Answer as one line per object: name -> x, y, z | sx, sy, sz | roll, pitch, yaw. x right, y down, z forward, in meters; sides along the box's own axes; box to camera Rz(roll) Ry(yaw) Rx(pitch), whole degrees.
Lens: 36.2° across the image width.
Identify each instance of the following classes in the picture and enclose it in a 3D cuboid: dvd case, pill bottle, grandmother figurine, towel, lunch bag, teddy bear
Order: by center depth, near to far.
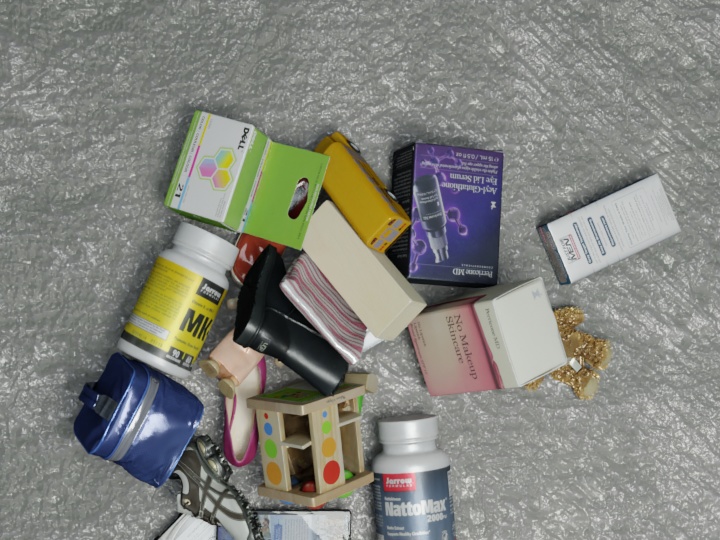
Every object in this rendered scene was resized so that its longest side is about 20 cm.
towel -> -0.044, 0.045, 1.519 | 0.030, 0.200, 0.146 | -43, 96, 12
lunch bag -> -0.319, 0.196, 1.523 | 0.131, 0.199, 0.137 | 33, 81, -24
pill bottle -> -0.257, 0.041, 1.576 | 0.113, 0.114, 0.203 | 25, 84, -6
dvd case -> -0.111, 0.418, 1.591 | 0.196, 0.018, 0.146 | 2, 86, -7
grandmother figurine -> -0.148, 0.084, 1.595 | 0.200, 0.060, 0.122 | -46, 109, -30
pill bottle -> 0.076, 0.318, 1.611 | 0.117, 0.120, 0.204 | -5, 88, -9
teddy bear -> 0.298, 0.118, 1.689 | 0.196, 0.067, 0.148 | 12, 95, -14

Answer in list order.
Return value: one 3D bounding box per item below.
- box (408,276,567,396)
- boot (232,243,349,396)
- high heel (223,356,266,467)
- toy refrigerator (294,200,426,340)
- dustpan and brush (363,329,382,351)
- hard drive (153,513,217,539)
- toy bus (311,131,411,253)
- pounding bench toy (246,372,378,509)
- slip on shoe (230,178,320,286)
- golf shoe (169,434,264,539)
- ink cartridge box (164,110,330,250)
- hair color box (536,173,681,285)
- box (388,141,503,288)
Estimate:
box -> 0.178, 0.098, 1.582 | 0.108, 0.199, 0.130 | -20, 93, -36
boot -> -0.089, 0.072, 1.542 | 0.167, 0.202, 0.077 | 32, 121, -19
high heel -> -0.171, 0.179, 1.591 | 0.066, 0.096, 0.204 | 9, 86, -7
toy refrigerator -> 0.000, 0.000, 1.573 | 0.076, 0.070, 0.201 | -46, 68, 13
dustpan and brush -> -0.029, 0.020, 1.649 | 0.138, 0.057, 0.202 | -28, 98, 1
hard drive -> -0.191, 0.423, 1.607 | 0.140, 0.038, 0.200 | -43, 95, -8
toy bus -> -0.007, -0.118, 1.595 | 0.065, 0.078, 0.201 | -45, 60, 16
pounding bench toy -> -0.044, 0.243, 1.586 | 0.198, 0.123, 0.159 | -13, 99, -44
slip on shoe -> -0.126, -0.064, 1.629 | 0.074, 0.061, 0.201 | 37, 84, -7
golf shoe -> -0.204, 0.333, 1.546 | 0.094, 0.078, 0.201 | -31, 59, -9
ink cartridge box -> -0.161, -0.130, 1.578 | 0.197, 0.076, 0.150 | 16, 85, 22
hair color box -> 0.384, -0.064, 1.705 | 0.197, 0.061, 0.101 | -24, 91, -9
box -> 0.125, -0.079, 1.636 | 0.145, 0.104, 0.204 | 3, 87, -17
